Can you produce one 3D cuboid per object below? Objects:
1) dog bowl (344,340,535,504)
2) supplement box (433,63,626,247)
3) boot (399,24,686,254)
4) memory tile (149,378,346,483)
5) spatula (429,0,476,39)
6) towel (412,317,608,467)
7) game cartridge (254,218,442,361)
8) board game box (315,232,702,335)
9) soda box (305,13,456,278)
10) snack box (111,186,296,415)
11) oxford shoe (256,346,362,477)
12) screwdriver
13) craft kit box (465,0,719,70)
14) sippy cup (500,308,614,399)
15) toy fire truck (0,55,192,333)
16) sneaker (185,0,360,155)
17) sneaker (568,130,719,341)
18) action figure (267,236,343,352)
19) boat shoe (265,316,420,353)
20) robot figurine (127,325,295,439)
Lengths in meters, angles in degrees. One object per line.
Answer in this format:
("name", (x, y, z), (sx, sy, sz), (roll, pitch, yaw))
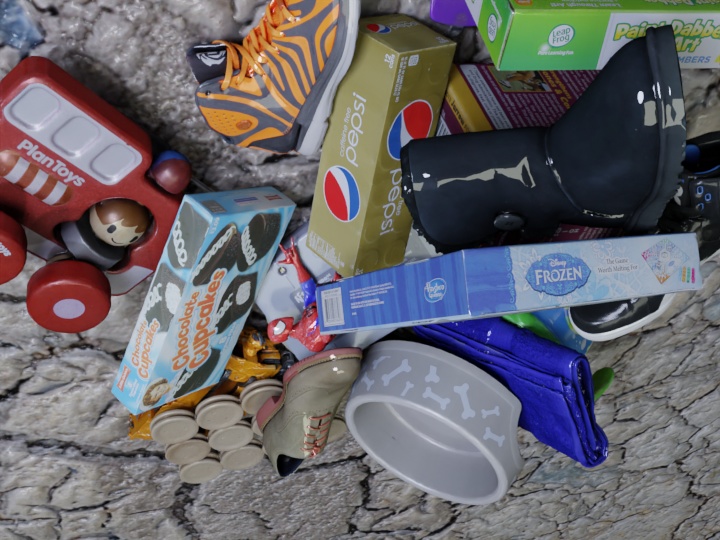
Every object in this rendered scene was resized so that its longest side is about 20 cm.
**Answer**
("dog bowl", (0.072, 0.156, 0.864), (0.197, 0.059, 0.202), (24, 148, 16))
("supplement box", (0.155, -0.093, 0.737), (0.196, 0.132, 0.104), (-4, 140, -21))
("boot", (0.104, -0.067, 0.544), (0.165, 0.078, 0.200), (-5, 162, 9))
("memory tile", (-0.116, 0.167, 0.948), (0.197, 0.017, 0.154), (-17, 143, -2))
("spatula", (0.063, -0.171, 0.718), (0.056, 0.021, 0.202), (-2, 138, -23))
("towel", (0.139, 0.107, 0.850), (0.049, 0.199, 0.149), (-41, 130, -23))
("game cartridge", (0.000, 0.000, 0.835), (0.198, 0.041, 0.134), (-31, 116, 10))
("board game box", (0.097, 0.011, 0.627), (0.196, 0.044, 0.199), (-4, 176, -29))
("soda box", (0.012, -0.095, 0.709), (0.067, 0.064, 0.203), (-20, 136, -40))
("snack box", (-0.137, 0.024, 0.770), (0.116, 0.037, 0.202), (-16, 137, -57))
("oxford shoe", (-0.042, 0.137, 0.843), (0.069, 0.076, 0.201), (-2, 150, -25))
("screwdriver", (-0.142, -0.074, 0.760), (0.029, 0.028, 0.200), (-3, 152, 34))
("craft kit box", (0.155, -0.208, 0.575), (0.196, 0.200, 0.049), (-3, 137, -13))
("sippy cup", (0.187, 0.044, 0.896), (0.130, 0.139, 0.179), (-43, 135, -23))
("toy fire truck", (-0.222, -0.055, 0.682), (0.167, 0.113, 0.199), (-33, 137, 21))
("sneaker", (-0.068, -0.163, 0.643), (0.110, 0.078, 0.202), (0, 136, -19))
("sneaker", (0.233, -0.037, 0.687), (0.199, 0.073, 0.112), (-38, 139, 6))
("action figure", (0.001, 0.009, 0.786), (0.197, 0.066, 0.100), (-20, 120, 5))
("boat shoe", (-0.010, 0.070, 0.927), (0.198, 0.068, 0.072), (26, 129, -18))
("robot figurine", (-0.160, 0.121, 0.937), (0.143, 0.059, 0.200), (20, 128, -35))
